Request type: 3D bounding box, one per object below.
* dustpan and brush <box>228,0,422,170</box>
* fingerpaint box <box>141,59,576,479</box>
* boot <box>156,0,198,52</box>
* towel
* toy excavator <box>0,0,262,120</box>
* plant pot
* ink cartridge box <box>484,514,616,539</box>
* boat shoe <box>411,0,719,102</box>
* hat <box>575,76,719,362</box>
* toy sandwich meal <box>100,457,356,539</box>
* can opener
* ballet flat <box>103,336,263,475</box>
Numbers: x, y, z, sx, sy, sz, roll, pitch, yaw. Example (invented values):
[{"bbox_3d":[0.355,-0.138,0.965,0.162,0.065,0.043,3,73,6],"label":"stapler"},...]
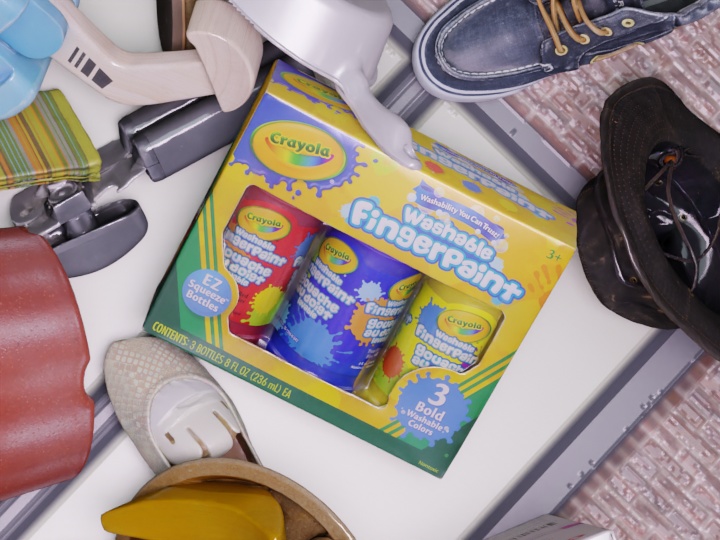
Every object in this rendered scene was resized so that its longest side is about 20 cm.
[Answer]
[{"bbox_3d":[-0.017,-0.129,1.526,0.200,0.140,0.057,43,109,36],"label":"dustpan and brush"},{"bbox_3d":[0.000,0.000,1.555,0.200,0.073,0.167,28,110,-6],"label":"fingerpaint box"},{"bbox_3d":[-0.082,-0.221,1.588,0.075,0.074,0.200,8,85,-16],"label":"boot"},{"bbox_3d":[-0.255,-0.064,1.539,0.200,0.086,0.018,-10,128,-20],"label":"towel"},{"bbox_3d":[-0.183,-0.136,1.540,0.194,0.100,0.200,-33,119,31],"label":"toy excavator"},{"bbox_3d":[-0.264,0.063,1.489,0.195,0.201,0.201,-11,89,-26],"label":"plant pot"},{"bbox_3d":[0.093,0.223,1.524,0.128,0.200,0.125,-22,91,-7],"label":"ink cartridge box"},{"bbox_3d":[0.129,-0.157,1.597,0.200,0.091,0.071,-20,90,-7],"label":"boat shoe"},{"bbox_3d":[0.181,-0.010,1.595,0.081,0.201,0.201,-31,92,33],"label":"hat"},{"bbox_3d":[-0.080,0.199,1.528,0.205,0.070,0.205,11,113,26],"label":"toy sandwich meal"},{"bbox_3d":[-0.115,-0.064,1.594,0.200,0.053,0.067,-29,124,-7],"label":"can opener"},{"bbox_3d":[-0.078,0.118,1.575,0.067,0.062,0.200,-34,94,-26],"label":"ballet flat"}]
